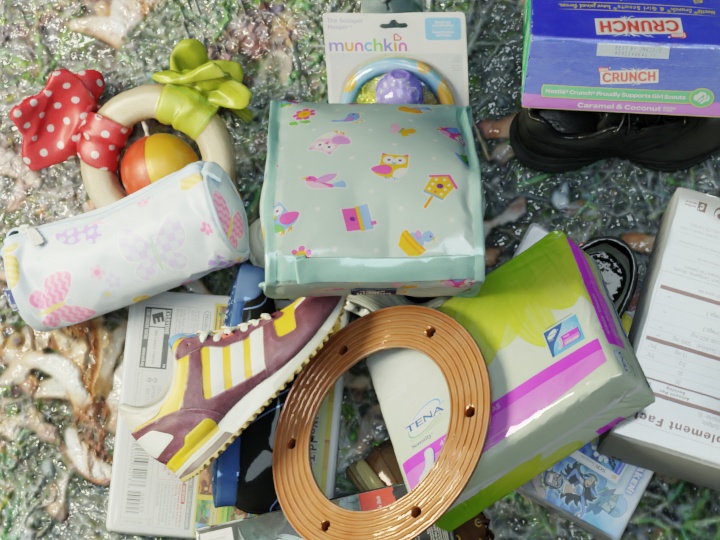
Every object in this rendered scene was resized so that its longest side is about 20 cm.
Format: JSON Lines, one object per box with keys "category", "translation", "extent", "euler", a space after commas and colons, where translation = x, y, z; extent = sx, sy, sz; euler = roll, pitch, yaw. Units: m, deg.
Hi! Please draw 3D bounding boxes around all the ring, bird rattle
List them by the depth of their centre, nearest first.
{"category": "ring", "translation": [0.017, 0.121, 1.613], "extent": [0.200, 0.019, 0.201], "euler": [-18, 57, 31]}
{"category": "bird rattle", "translation": [-0.179, -0.103, 1.765], "extent": [0.199, 0.113, 0.164], "euler": [-18, 94, 1]}

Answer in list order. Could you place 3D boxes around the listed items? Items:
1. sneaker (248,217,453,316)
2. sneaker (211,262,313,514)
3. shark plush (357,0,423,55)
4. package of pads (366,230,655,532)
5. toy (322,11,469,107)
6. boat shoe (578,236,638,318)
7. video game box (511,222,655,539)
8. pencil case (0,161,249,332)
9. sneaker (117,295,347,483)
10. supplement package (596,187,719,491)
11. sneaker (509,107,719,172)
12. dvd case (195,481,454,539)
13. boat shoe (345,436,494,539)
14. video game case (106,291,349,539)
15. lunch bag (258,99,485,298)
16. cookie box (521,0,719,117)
{"category": "sneaker", "translation": [0.000, 0.000, 1.731], "extent": [0.200, 0.081, 0.075], "euler": [27, 54, 11]}
{"category": "sneaker", "translation": [-0.074, 0.095, 1.713], "extent": [0.078, 0.070, 0.201], "euler": [5, 79, -8]}
{"category": "shark plush", "translation": [0.041, -0.194, 1.743], "extent": [0.091, 0.083, 0.201], "euler": [-10, 115, -7]}
{"category": "package of pads", "translation": [0.107, 0.080, 1.622], "extent": [0.200, 0.068, 0.155], "euler": [-35, 48, 19]}
{"category": "toy", "translation": [0.030, -0.105, 1.721], "extent": [0.115, 0.047, 0.201], "euler": [1, 119, 9]}
{"category": "boat shoe", "translation": [0.151, 0.060, 1.688], "extent": [0.074, 0.063, 0.202], "euler": [32, 82, 7]}
{"category": "video game box", "translation": [0.172, 0.091, 1.733], "extent": [0.182, 0.047, 0.200], "euler": [28, 80, 10]}
{"category": "pencil case", "translation": [-0.188, -0.020, 1.727], "extent": [0.199, 0.083, 0.091], "euler": [-19, 98, 15]}
{"category": "sneaker", "translation": [-0.096, 0.064, 1.644], "extent": [0.090, 0.075, 0.200], "euler": [43, 78, -1]}
{"category": "supplement package", "translation": [0.266, 0.056, 1.656], "extent": [0.117, 0.117, 0.201], "euler": [17, 80, 4]}
{"category": "sneaker", "translation": [0.223, -0.123, 1.754], "extent": [0.199, 0.091, 0.076], "euler": [-9, 76, -1]}
{"category": "dvd case", "translation": [-0.020, 0.248, 1.654], "extent": [0.199, 0.022, 0.147], "euler": [-13, 71, 4]}
{"category": "boat shoe", "translation": [0.074, 0.212, 1.697], "extent": [0.068, 0.072, 0.200], "euler": [-40, 77, -4]}
{"category": "video game case", "translation": [-0.107, 0.120, 1.750], "extent": [0.181, 0.023, 0.201], "euler": [4, 77, 3]}
{"category": "lunch bag", "translation": [0.009, -0.041, 1.613], "extent": [0.170, 0.200, 0.122], "euler": [0, 121, -1]}
{"category": "cookie box", "translation": [0.217, -0.214, 1.732], "extent": [0.170, 0.075, 0.200], "euler": [4, 42, 3]}
